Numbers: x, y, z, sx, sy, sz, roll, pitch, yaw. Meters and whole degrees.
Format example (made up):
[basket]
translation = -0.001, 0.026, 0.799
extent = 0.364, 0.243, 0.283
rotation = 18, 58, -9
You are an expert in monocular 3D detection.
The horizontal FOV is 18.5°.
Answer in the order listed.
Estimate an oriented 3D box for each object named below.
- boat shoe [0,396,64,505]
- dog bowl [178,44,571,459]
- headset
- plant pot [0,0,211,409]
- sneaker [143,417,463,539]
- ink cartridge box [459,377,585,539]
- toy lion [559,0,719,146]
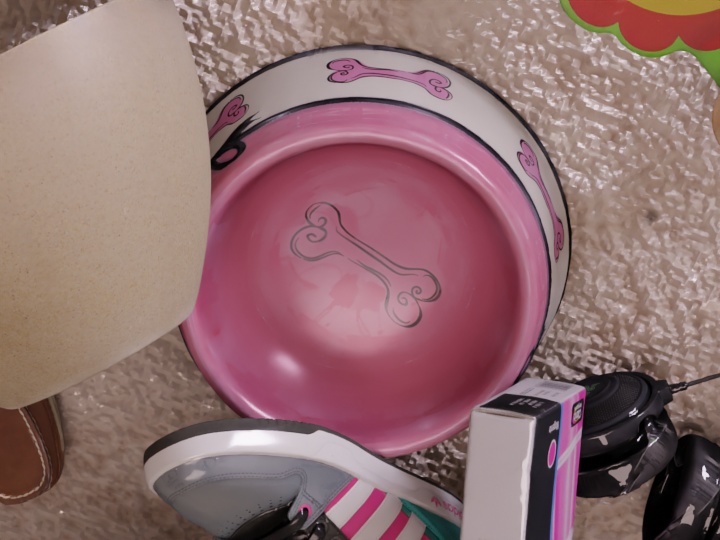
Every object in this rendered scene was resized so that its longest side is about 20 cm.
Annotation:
[boat shoe]
translation = -0.214, 0.036, 1.061
extent = 0.076, 0.072, 0.200
rotation = -31, 107, 14
[dog bowl]
translation = 0.000, 0.000, 1.037
extent = 0.199, 0.074, 0.201
rotation = 1, 111, 2
[headset]
translation = 0.142, 0.100, 1.058
extent = 0.123, 0.094, 0.200
rotation = 38, 108, -12
[plant pot]
translation = -0.142, -0.021, 0.954
extent = 0.200, 0.200, 0.135
rotation = -27, 97, 12
[sneaker]
translation = -0.016, 0.148, 1.007
extent = 0.084, 0.121, 0.200
rotation = -32, 141, 32
[ink cartridge box]
translation = 0.068, 0.154, 1.001
extent = 0.037, 0.095, 0.201
rotation = 9, 98, 18
[toy lion]
translation = 0.179, -0.156, 0.961
extent = 0.200, 0.069, 0.192
rotation = -32, 98, 27
